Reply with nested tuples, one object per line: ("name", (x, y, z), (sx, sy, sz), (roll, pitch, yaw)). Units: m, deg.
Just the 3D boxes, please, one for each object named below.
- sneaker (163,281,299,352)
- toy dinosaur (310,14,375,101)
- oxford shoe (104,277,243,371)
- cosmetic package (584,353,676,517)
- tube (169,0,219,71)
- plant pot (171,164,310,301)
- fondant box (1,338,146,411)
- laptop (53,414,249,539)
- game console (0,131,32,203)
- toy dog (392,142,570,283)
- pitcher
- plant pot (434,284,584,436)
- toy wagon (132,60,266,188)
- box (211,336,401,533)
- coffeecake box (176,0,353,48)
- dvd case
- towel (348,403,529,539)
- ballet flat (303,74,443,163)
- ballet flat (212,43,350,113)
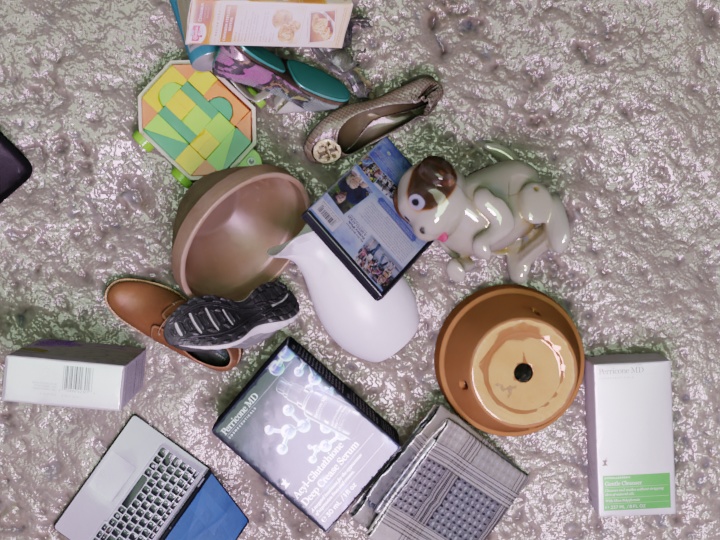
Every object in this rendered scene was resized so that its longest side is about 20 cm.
("sneaker", (-0.166, 0.073, 1.669), (0.079, 0.199, 0.074), (-49, 64, 38))
("toy dinosaur", (-0.041, -0.303, 1.702), (0.199, 0.047, 0.089), (37, 70, -15))
("oxford shoe", (-0.244, 0.068, 1.716), (0.199, 0.071, 0.072), (27, 94, -2))
("cosmetic package", (0.352, 0.214, 1.738), (0.106, 0.085, 0.202), (-4, 95, 1))
("tube", (-0.216, -0.355, 1.691), (0.077, 0.050, 0.202), (-15, 76, -6))
("plant pot", (-0.167, -0.060, 1.677), (0.201, 0.201, 0.093), (-48, 56, 1))
("fondant box", (-0.352, 0.127, 1.649), (0.143, 0.200, 0.059), (5, 92, -2))
("laptop", (-0.273, 0.327, 1.707), (0.199, 0.116, 0.188), (36, 91, -4))
("game console", (-0.559, -0.143, 1.718), (0.200, 0.116, 0.176), (-40, 124, 1))
("toy dog", (0.142, -0.084, 1.663), (0.198, 0.139, 0.196), (5, 73, -26))
("pitcher", (0.000, 0.000, 1.698), (0.172, 0.121, 0.200), (-47, 106, -27))
("plant pot", (0.200, 0.122, 1.700), (0.198, 0.140, 0.202), (0, 93, -3))
("toy wagon", (-0.193, -0.181, 1.717), (0.200, 0.040, 0.155), (43, 91, -4))
("box", (-0.068, 0.209, 1.711), (0.200, 0.107, 0.149), (41, 92, -3))
("coffeecake box", (-0.125, -0.352, 1.628), (0.198, 0.073, 0.154), (-2, 51, -18))
("dvd case", (0.027, -0.069, 1.677), (0.143, 0.018, 0.200), (48, 47, -5))
("towel", (0.107, 0.297, 1.723), (0.200, 0.035, 0.193), (38, 91, -28))
("ballet flat", (0.019, -0.191, 1.711), (0.199, 0.047, 0.068), (-26, 136, -3))
("ballet flat", (-0.106, -0.239, 1.684), (0.199, 0.069, 0.071), (19, 126, -39))
